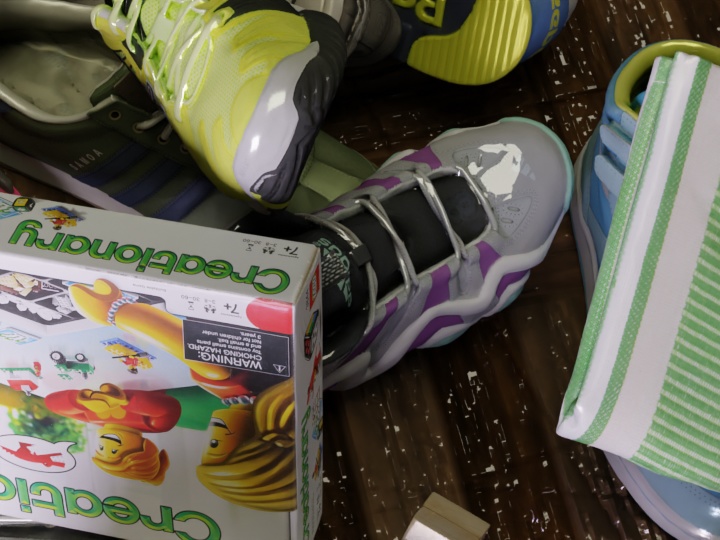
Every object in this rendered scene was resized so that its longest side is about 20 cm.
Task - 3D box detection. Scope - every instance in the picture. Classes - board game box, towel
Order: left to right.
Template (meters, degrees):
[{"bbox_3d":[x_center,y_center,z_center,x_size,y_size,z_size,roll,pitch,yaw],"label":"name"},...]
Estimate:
[{"bbox_3d":[-0.113,0.032,0.662,0.200,0.126,0.035,9,42,11],"label":"board game box"},{"bbox_3d":[0.175,0.016,0.725,0.200,0.023,0.153,16,88,-25],"label":"towel"}]

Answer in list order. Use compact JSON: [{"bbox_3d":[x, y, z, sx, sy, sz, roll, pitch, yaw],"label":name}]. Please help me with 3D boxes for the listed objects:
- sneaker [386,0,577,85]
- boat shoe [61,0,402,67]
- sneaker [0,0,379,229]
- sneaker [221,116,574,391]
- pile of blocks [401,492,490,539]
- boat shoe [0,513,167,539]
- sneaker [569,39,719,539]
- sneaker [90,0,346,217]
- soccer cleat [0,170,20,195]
[{"bbox_3d":[0.008,-0.142,0.866,0.200,0.074,0.082,31,35,26],"label":"sneaker"},{"bbox_3d":[-0.069,-0.122,0.849,0.200,0.057,0.067,21,96,38],"label":"boat shoe"},{"bbox_3d":[-0.081,-0.061,0.802,0.200,0.090,0.067,19,64,10],"label":"sneaker"},{"bbox_3d":[0.000,0.000,0.722,0.200,0.140,0.078,-36,82,-5],"label":"sneaker"},{"bbox_3d":[-0.001,0.169,0.622,0.062,0.082,0.200,29,76,10],"label":"pile of blocks"},{"bbox_3d":[-0.068,0.111,0.714,0.200,0.071,0.064,1,56,-4],"label":"boat shoe"},{"bbox_3d":[0.128,0.001,0.752,0.079,0.131,0.200,-9,61,-8],"label":"sneaker"},{"bbox_3d":[-0.059,-0.079,0.699,0.076,0.075,0.200,19,16,-21],"label":"sneaker"},{"bbox_3d":[-0.235,-0.028,0.799,0.200,0.086,0.070,16,54,-20],"label":"soccer cleat"}]
